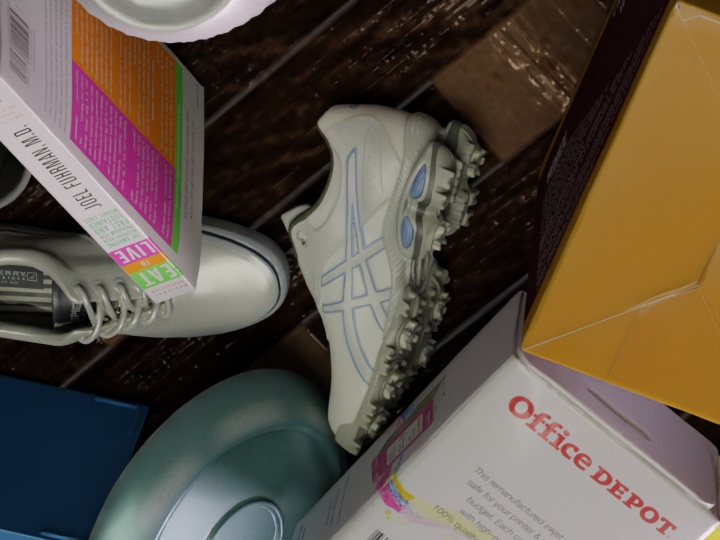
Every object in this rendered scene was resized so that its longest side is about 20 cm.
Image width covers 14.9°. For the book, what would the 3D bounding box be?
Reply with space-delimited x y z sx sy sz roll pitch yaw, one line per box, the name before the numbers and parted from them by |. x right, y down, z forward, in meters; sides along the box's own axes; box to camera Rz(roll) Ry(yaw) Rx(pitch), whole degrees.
book | -0.141 -0.089 1.380 0.048 0.134 0.200 -19 142 16

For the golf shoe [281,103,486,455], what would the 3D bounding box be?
golf shoe | 0.000 0.000 1.502 0.097 0.078 0.201 21 113 15

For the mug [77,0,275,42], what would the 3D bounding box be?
mug | -0.062 -0.195 1.337 0.199 0.176 0.148 -12 116 12

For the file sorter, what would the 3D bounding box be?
file sorter | -0.237 0.142 1.550 0.199 0.139 0.123 12 121 2

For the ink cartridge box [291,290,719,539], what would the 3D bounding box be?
ink cartridge box | 0.075 0.133 1.460 0.144 0.085 0.200 38 114 -11

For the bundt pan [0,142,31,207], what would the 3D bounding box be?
bundt pan | -0.255 -0.109 1.454 0.200 0.076 0.203 5 120 8

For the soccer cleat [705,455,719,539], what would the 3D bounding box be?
soccer cleat | 0.274 0.134 1.522 0.199 0.084 0.065 0 118 6

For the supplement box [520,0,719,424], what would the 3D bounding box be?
supplement box | 0.179 -0.065 1.364 0.132 0.200 0.198 20 118 -4

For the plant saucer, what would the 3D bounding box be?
plant saucer | -0.073 0.151 1.520 0.027 0.199 0.201 30 125 36

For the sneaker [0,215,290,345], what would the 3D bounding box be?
sneaker | -0.139 0.014 1.513 0.199 0.071 0.073 -1 117 7
